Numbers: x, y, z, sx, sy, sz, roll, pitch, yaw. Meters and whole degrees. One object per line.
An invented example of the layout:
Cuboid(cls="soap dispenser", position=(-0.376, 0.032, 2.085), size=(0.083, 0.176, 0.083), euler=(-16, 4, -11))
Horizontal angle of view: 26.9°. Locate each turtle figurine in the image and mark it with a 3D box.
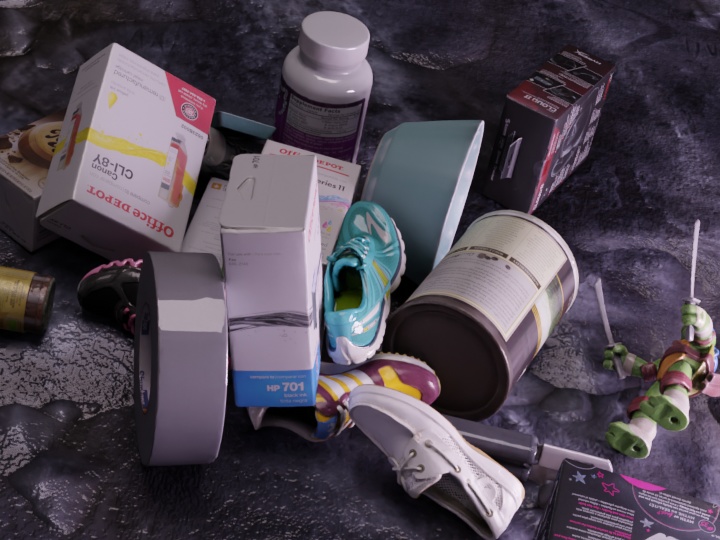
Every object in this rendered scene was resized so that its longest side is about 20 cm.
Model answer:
Cuboid(cls="turtle figurine", position=(0.309, 0.088, 1.612), size=(0.143, 0.201, 0.195), euler=(-8, 32, 32))

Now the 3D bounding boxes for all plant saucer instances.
Cuboid(cls="plant saucer", position=(-0.147, -0.172, 1.805), size=(0.069, 0.019, 0.200), euler=(16, 2, -11))

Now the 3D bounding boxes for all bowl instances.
Cuboid(cls="bowl", position=(0.062, -0.087, 1.703), size=(0.104, 0.202, 0.201), euler=(18, 39, 8))

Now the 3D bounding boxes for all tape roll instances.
Cuboid(cls="tape roll", position=(-0.173, 0.084, 1.427), size=(0.065, 0.202, 0.201), euler=(1, 40, -14))

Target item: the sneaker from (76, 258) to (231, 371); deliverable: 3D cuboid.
Cuboid(cls="sneaker", position=(-0.205, 0.054, 1.567), size=(0.197, 0.079, 0.096), euler=(13, 50, 2))

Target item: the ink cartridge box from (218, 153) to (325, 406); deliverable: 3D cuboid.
Cuboid(cls="ink cartridge box", position=(-0.082, 0.009, 1.452), size=(0.085, 0.202, 0.147), euler=(1, 33, 3))

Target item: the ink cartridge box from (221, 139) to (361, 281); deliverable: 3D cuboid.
Cuboid(cls="ink cartridge box", position=(-0.070, -0.070, 1.661), size=(0.116, 0.068, 0.201), euler=(15, 47, 2))

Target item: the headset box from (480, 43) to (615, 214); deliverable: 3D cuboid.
Cuboid(cls="headset box", position=(0.233, -0.174, 1.900), size=(0.077, 0.150, 0.200), euler=(28, 42, 20))

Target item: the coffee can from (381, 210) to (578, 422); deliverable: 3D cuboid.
Cuboid(cls="coffee can", position=(0.131, 0.045, 1.603), size=(0.145, 0.148, 0.200), euler=(26, 40, 16))

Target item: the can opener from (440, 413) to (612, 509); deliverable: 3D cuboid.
Cuboid(cls="can opener", position=(0.156, 0.198, 1.501), size=(0.197, 0.054, 0.067), euler=(13, 38, 2))

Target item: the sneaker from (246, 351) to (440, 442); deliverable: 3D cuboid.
Cuboid(cls="sneaker", position=(-0.016, 0.135, 1.516), size=(0.197, 0.076, 0.091), euler=(0, 38, -2))

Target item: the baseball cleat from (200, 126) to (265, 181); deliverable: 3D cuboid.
Cuboid(cls="baseball cleat", position=(-0.137, -0.123, 1.772), size=(0.198, 0.071, 0.106), euler=(14, -4, 14))

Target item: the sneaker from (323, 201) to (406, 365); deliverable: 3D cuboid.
Cuboid(cls="sneaker", position=(0.000, 0.000, 1.535), size=(0.077, 0.080, 0.202), euler=(-6, 46, 14))

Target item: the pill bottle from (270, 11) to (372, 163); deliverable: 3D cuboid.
Cuboid(cls="pill bottle", position=(-0.046, -0.205, 1.815), size=(0.111, 0.202, 0.113), euler=(8, 38, -6))

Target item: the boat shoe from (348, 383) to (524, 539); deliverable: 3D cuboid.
Cuboid(cls="boat shoe", position=(0.065, 0.187, 1.450), size=(0.199, 0.071, 0.070), euler=(34, 54, -1))

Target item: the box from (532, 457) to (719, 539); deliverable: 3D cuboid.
Cuboid(cls="box", position=(0.255, 0.280, 1.365), size=(0.198, 0.133, 0.115), euler=(17, 42, 6))

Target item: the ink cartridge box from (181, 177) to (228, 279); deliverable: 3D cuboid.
Cuboid(cls="ink cartridge box", position=(-0.103, -0.014, 1.693), size=(0.196, 0.044, 0.201), euler=(15, 37, 2))

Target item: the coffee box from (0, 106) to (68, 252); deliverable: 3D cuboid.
Cuboid(cls="coffee box", position=(-0.334, -0.116, 1.721), size=(0.113, 0.080, 0.199), euler=(33, 43, 24))

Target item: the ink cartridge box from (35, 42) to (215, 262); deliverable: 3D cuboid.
Cuboid(cls="ink cartridge box", position=(-0.253, -0.121, 1.649), size=(0.144, 0.083, 0.202), euler=(28, 59, -32))

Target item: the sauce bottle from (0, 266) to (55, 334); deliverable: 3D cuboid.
Cuboid(cls="sauce bottle", position=(-0.416, 0.019, 1.547), size=(0.197, 0.065, 0.065), euler=(10, 38, -2))
